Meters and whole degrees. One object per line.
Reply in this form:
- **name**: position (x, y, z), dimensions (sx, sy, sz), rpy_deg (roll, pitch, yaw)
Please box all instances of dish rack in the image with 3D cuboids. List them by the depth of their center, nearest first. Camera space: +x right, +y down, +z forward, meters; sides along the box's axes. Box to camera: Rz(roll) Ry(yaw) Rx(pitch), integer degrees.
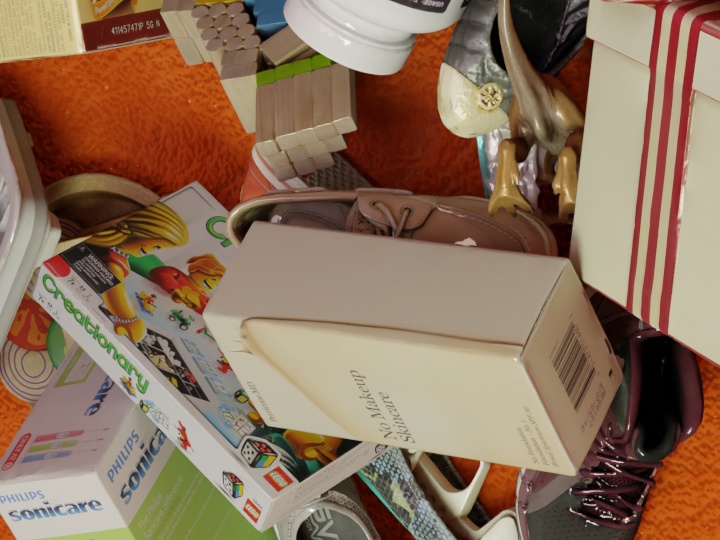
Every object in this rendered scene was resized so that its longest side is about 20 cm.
- **dish rack**: position (-0.243, -0.002, 1.905), dimensions (0.201, 0.043, 0.172), rpy_deg (-64, 30, 26)

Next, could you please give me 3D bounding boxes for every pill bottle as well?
- **pill bottle**: position (0.032, -0.212, 1.671), dimensions (0.112, 0.112, 0.201), rpy_deg (39, 119, 20)

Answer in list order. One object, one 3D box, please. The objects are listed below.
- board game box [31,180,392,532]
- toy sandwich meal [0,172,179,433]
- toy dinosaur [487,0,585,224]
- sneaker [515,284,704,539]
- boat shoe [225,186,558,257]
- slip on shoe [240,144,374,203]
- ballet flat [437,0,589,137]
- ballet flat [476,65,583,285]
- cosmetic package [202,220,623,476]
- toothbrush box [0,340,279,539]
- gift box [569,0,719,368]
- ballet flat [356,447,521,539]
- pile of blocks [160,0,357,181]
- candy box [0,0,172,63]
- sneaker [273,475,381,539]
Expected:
- **board game box**: position (-0.077, 0.046, 1.730), dimensions (0.200, 0.126, 0.035), rpy_deg (44, 139, 18)
- **toy sandwich meal**: position (-0.162, 0.034, 1.880), dimensions (0.204, 0.070, 0.207), rpy_deg (8, 105, 32)
- **toy dinosaur**: position (0.095, -0.085, 1.605), dimensions (0.060, 0.200, 0.107), rpy_deg (-7, 61, 23)
- **sneaker**: position (0.139, 0.103, 1.660), dimensions (0.075, 0.116, 0.201), rpy_deg (6, 109, -12)
- **boat shoe**: position (0.015, -0.012, 1.670), dimensions (0.199, 0.065, 0.073), rpy_deg (10, 92, 35)
- **slip on shoe**: position (0.000, 0.000, 1.766), dimensions (0.200, 0.074, 0.061), rpy_deg (47, 127, 23)
- **ballet flat**: position (0.112, -0.151, 1.624), dimensions (0.200, 0.066, 0.057), rpy_deg (-49, 29, 7)
- **ballet flat**: position (0.097, -0.036, 1.705), dimensions (0.071, 0.072, 0.201), rpy_deg (5, 105, 33)
- **cosmetic package**: position (0.028, 0.040, 1.611), dimensions (0.199, 0.073, 0.104), rpy_deg (6, 142, 33)
- **toothbrush box**: position (-0.116, 0.150, 1.783), dimensions (0.086, 0.146, 0.201), rpy_deg (-9, 124, 30)
- **gift box**: position (0.204, -0.071, 1.526), dimensions (0.200, 0.184, 0.188), rpy_deg (32, 121, 52)
- **ballet flat**: position (0.061, 0.144, 1.760), dimensions (0.200, 0.074, 0.074), rpy_deg (49, 122, 13)
- **pile of blocks**: position (-0.048, -0.118, 1.770), dimensions (0.082, 0.062, 0.200), rpy_deg (-32, 46, -5)
- **candy box**: position (-0.215, -0.156, 1.846), dimensions (0.199, 0.115, 0.056), rpy_deg (-4, 98, 34)
- **sneaker**: position (-0.006, 0.203, 1.779), dimensions (0.074, 0.082, 0.201), rpy_deg (-26, 106, 2)
